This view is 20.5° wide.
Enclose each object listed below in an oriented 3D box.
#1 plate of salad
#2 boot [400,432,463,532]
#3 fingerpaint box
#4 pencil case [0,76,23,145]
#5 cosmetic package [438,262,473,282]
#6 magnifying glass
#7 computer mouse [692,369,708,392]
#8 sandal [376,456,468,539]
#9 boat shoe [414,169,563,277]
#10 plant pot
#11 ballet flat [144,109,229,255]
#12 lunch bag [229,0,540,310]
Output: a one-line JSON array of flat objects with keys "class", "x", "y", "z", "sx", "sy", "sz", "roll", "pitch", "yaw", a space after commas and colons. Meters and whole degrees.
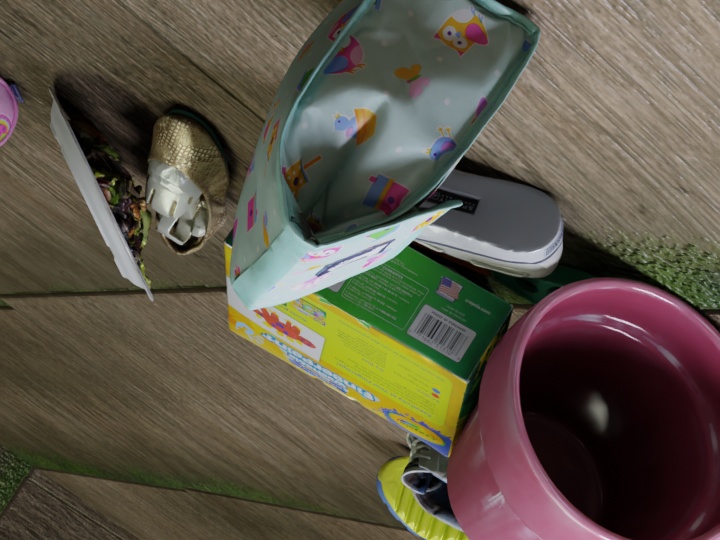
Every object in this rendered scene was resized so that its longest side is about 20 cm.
[{"class": "plate of salad", "x": -0.210, "y": -0.068, "z": 1.674, "sx": 0.200, "sy": 0.048, "sz": 0.200, "roll": 155, "pitch": 90, "yaw": -84}, {"class": "boot", "x": 0.067, "y": 0.155, "z": 1.770, "sx": 0.200, "sy": 0.096, "sz": 0.074, "roll": 37, "pitch": 137, "yaw": 29}, {"class": "fingerpaint box", "x": 0.003, "y": 0.034, "z": 1.455, "sx": 0.200, "sy": 0.073, "sz": 0.167, "roll": 29, "pitch": 158, "yaw": 11}, {"class": "pencil case", "x": -0.388, "y": -0.148, "z": 1.780, "sx": 0.200, "sy": 0.087, "sz": 0.087, "roll": 7, "pitch": 151, "yaw": 49}, {"class": "cosmetic package", "x": 0.000, "y": 0.000, "z": 1.584, "sx": 0.200, "sy": 0.051, "sz": 0.083, "roll": 20, "pitch": 173, "yaw": 30}, {"class": "magnifying glass", "x": 0.118, "y": 0.005, "z": 1.477, "sx": 0.200, "sy": 0.022, "sz": 0.080, "roll": 26, "pitch": 162, "yaw": 18}, {"class": "computer mouse", "x": 0.300, "y": 0.129, "z": 1.479, "sx": 0.140, "sy": 0.046, "sz": 0.200, "roll": 24, "pitch": 161, "yaw": 24}, {"class": "sandal", "x": 0.098, "y": 0.267, "z": 2.124, "sx": 0.200, "sy": 0.080, "sz": 0.087, "roll": 36, "pitch": 165, "yaw": -11}, {"class": "boat shoe", "x": 0.049, "y": -0.043, "z": 1.391, "sx": 0.200, "sy": 0.071, "sz": 0.070, "roll": 18, "pitch": 156, "yaw": 17}, {"class": "plant pot", "x": 0.154, "y": 0.129, "z": 1.404, "sx": 0.200, "sy": 0.200, "sz": 0.179, "roll": 33, "pitch": 147, "yaw": -7}, {"class": "ballet flat", "x": -0.145, "y": -0.063, "z": 1.641, "sx": 0.070, "sy": 0.065, "sz": 0.200, "roll": 27, "pitch": 161, "yaw": 13}, {"class": "lunch bag", "x": -0.001, "y": -0.071, "z": 1.176, "sx": 0.122, "sy": 0.200, "sz": 0.170, "roll": 33, "pitch": 161, "yaw": -7}]
